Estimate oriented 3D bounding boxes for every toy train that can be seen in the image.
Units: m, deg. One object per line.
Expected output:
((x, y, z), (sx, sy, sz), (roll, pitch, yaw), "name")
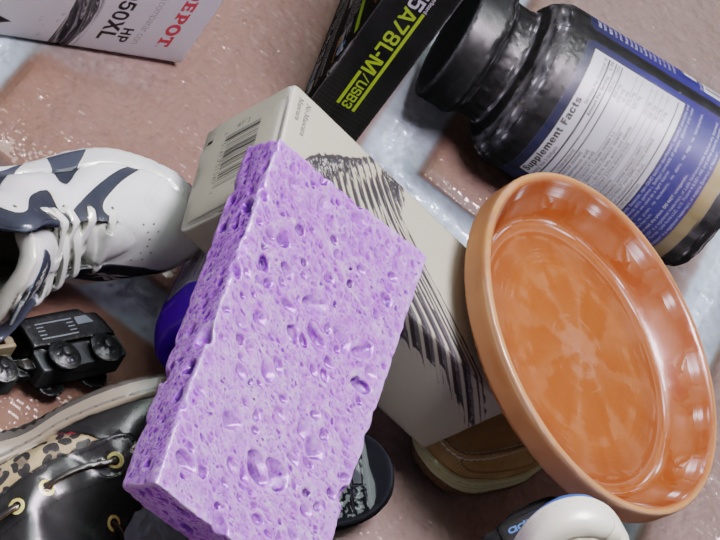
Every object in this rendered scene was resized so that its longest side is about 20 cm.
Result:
((-0.205, 0.048, 1.348), (0.200, 0.034, 0.046), (-10, 57, -42), "toy train")

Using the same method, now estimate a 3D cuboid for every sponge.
((-0.038, 0.046, 1.295), (0.112, 0.030, 0.200), (40, 54, -32), "sponge")

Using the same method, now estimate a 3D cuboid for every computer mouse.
((-0.072, 0.109, 1.401), (0.199, 0.034, 0.059), (4, 68, -28), "computer mouse")

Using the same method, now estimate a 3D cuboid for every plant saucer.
((0.123, 0.043, 1.469), (0.200, 0.032, 0.201), (31, 46, -38), "plant saucer")

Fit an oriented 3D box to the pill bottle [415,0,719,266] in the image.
((0.140, -0.096, 1.673), (0.200, 0.112, 0.112), (30, 42, -11), "pill bottle")

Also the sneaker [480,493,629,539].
((0.094, 0.151, 1.372), (0.076, 0.200, 0.111), (-13, 50, -3), "sneaker")

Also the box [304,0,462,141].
((0.041, -0.198, 1.627), (0.047, 0.193, 0.200), (31, 41, -11), "box")

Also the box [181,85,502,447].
((0.000, 0.000, 1.425), (0.200, 0.068, 0.082), (41, 40, -29), "box")

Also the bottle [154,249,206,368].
((-0.049, -0.009, 1.489), (0.083, 0.065, 0.200), (38, 40, -12), "bottle")

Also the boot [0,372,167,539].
((-0.122, 0.139, 1.272), (0.199, 0.073, 0.151), (-17, 66, -21), "boot")

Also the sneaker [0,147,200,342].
((-0.160, -0.007, 1.365), (0.199, 0.080, 0.130), (12, 26, -27), "sneaker")

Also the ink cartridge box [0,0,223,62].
((-0.164, -0.204, 1.517), (0.199, 0.145, 0.084), (6, 52, -32), "ink cartridge box")

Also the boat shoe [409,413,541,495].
((0.109, 0.064, 1.534), (0.200, 0.076, 0.072), (-26, 74, -46), "boat shoe")
